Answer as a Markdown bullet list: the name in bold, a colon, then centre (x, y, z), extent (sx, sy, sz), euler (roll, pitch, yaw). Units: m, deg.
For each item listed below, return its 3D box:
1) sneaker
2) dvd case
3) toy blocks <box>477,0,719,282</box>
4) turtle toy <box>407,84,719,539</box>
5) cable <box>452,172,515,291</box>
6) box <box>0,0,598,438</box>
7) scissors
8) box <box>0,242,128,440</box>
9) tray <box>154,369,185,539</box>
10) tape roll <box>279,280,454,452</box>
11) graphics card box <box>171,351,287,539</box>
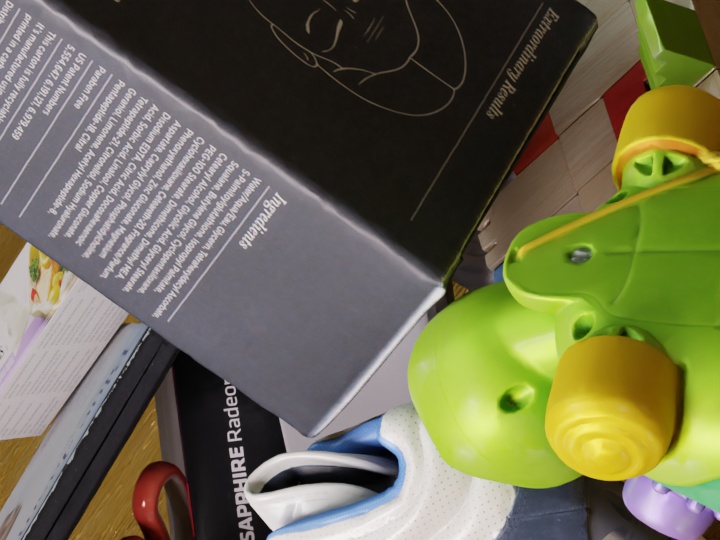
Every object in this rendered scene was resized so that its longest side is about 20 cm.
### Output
- **sneaker**: centre (0.013, 0.112, 1.046), extent (0.200, 0.146, 0.081), euler (-45, 21, 45)
- **dvd case**: centre (-0.124, 0.085, 1.231), extent (0.143, 0.018, 0.200), euler (-59, 7, -6)
- **toy blocks**: centre (0.099, -0.027, 1.068), extent (0.137, 0.100, 0.200), euler (-43, 49, 36)
- **turtle toy**: centre (0.107, 0.024, 0.912), extent (0.200, 0.101, 0.146), euler (0, 46, 21)
- **cable**: centre (0.107, -0.064, 1.217), extent (0.200, 0.069, 0.200), euler (-64, 15, -12)
- **box**: centre (-0.046, -0.071, 1.015), extent (0.107, 0.200, 0.148), euler (-51, 5, 48)
- **scissors**: centre (-0.075, 0.164, 1.278), extent (0.200, 0.014, 0.073), euler (75, -150, -45)
- **box**: centre (-0.124, 0.012, 1.252), extent (0.200, 0.041, 0.039), euler (-51, 51, 52)
- **tray**: centre (-0.072, 0.088, 1.342), extent (0.107, 0.022, 0.200), euler (25, -122, -84)
- **tape roll**: centre (0.000, 0.000, 1.235), extent (0.200, 0.066, 0.201), euler (-7, -90, -86)
- **graphics card box**: centre (-0.047, 0.052, 1.276), extent (0.125, 0.051, 0.200), euler (-18, -79, -84)
